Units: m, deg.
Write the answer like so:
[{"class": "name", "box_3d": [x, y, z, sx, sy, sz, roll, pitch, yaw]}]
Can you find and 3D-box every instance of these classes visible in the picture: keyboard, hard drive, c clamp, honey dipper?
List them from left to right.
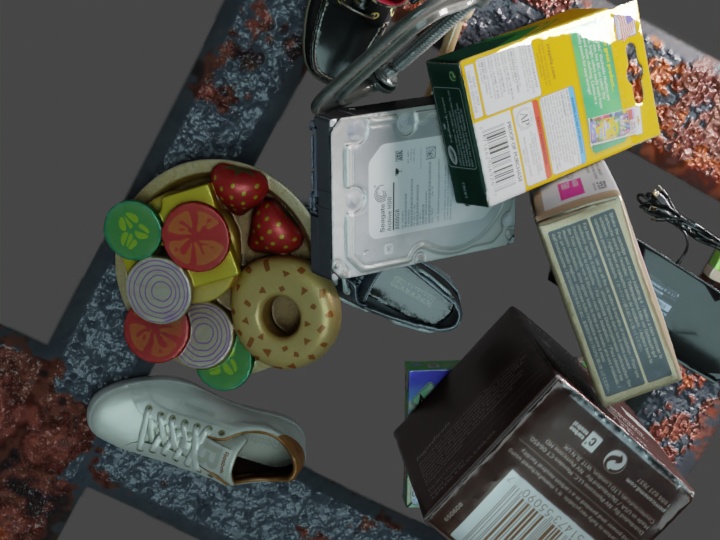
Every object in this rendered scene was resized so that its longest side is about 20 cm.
[{"class": "hard drive", "box_3d": [0.048, -0.076, 1.523, 0.199, 0.038, 0.140, -10, 109, -33]}, {"class": "c clamp", "box_3d": [0.051, -0.190, 1.479, 0.200, 0.171, 0.027, -37, 86, 30]}, {"class": "honey dipper", "box_3d": [0.059, -0.141, 1.558, 0.038, 0.038, 0.201, 18, 98, -11]}, {"class": "keyboard", "box_3d": [0.277, 0.004, 1.614, 0.200, 0.021, 0.127, 32, 105, -6]}]

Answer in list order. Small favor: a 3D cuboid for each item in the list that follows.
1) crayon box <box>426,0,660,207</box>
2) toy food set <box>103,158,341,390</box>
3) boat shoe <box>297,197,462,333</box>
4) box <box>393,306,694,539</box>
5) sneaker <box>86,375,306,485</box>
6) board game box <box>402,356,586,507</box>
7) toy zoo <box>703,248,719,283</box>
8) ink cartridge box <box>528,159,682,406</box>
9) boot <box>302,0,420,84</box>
[{"class": "crayon box", "box_3d": [0.158, -0.145, 1.527, 0.200, 0.052, 0.126, -22, 108, -29]}, {"class": "toy food set", "box_3d": [-0.123, 0.004, 1.541, 0.197, 0.049, 0.201, -16, 102, 17]}, {"class": "boat shoe", "box_3d": [0.000, 0.000, 1.569, 0.200, 0.068, 0.072, 29, 100, -12]}, {"class": "box", "box_3d": [0.150, 0.165, 1.533, 0.166, 0.200, 0.164, 40, 98, -16]}, {"class": "sneaker", "box_3d": [-0.144, 0.144, 1.585, 0.199, 0.085, 0.073, 10, 106, -7]}, {"class": "board game box", "box_3d": [0.139, 0.148, 1.646, 0.199, 0.029, 0.135, -2, 106, -6]}, {"class": "toy zoo", "box_3d": [0.415, -0.057, 1.625, 0.131, 0.020, 0.201, 24, 101, -12]}, {"class": "ink cartridge box", "box_3d": [0.202, 0.004, 1.505, 0.075, 0.200, 0.165, -19, 102, 8]}, {"class": "boot", "box_3d": [0.012, -0.236, 1.463, 0.073, 0.151, 0.200, 25, 102, -12]}]
